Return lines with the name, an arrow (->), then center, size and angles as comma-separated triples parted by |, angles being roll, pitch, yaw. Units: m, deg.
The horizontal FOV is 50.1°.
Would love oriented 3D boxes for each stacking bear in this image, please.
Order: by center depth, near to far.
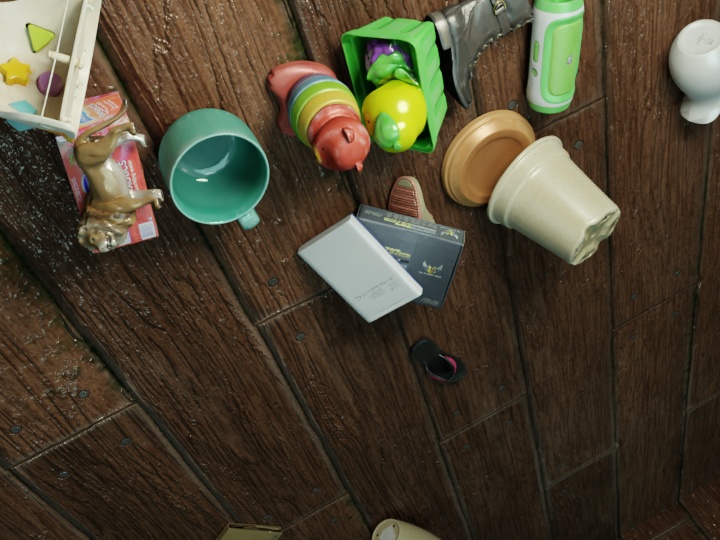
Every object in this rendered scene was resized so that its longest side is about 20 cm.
stacking bear -> -0.050, -0.219, 1.142 | 0.113, 0.200, 0.122 | -20, 134, -11

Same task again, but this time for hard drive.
hard drive -> 0.000, 0.000, 1.398 | 0.132, 0.025, 0.200 | -30, 117, 31

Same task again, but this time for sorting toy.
sorting toy -> -0.429, -0.255, 0.946 | 0.179, 0.201, 0.107 | 11, 156, -20

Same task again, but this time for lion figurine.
lion figurine -> -0.339, -0.123, 1.029 | 0.122, 0.073, 0.201 | -11, 118, -4

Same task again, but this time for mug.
mug -> -0.226, -0.151, 1.162 | 0.151, 0.115, 0.186 | -8, 130, -25

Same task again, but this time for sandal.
sandal -> 0.181, 0.217, 1.750 | 0.075, 0.045, 0.200 | -43, 135, 9

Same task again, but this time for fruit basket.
fruit basket -> 0.046, -0.257, 1.166 | 0.215, 0.155, 0.217 | -33, 132, -47

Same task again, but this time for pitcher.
pitcher -> 0.671, -0.403, 1.473 | 0.172, 0.121, 0.200 | -57, 145, -6

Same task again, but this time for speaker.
speaker -> 0.330, -0.373, 1.313 | 0.088, 0.089, 0.201 | -19, 133, -14

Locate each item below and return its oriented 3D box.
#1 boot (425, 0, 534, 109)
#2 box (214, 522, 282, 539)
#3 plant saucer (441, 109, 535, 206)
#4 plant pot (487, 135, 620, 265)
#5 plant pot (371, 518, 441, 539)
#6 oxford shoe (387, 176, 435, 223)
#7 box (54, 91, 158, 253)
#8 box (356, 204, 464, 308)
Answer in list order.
boot -> 0.207, -0.376, 1.251 | 0.173, 0.069, 0.201 | -29, 133, -5
box -> -0.309, 0.697, 1.891 | 0.163, 0.021, 0.200 | 21, 114, -39
plant saucer -> 0.246, -0.202, 1.443 | 0.199, 0.038, 0.201 | -16, 133, -17
plant pot -> 0.373, -0.117, 1.440 | 0.200, 0.183, 0.201 | -34, 151, -22
plant pot -> 0.124, 0.770, 2.107 | 0.187, 0.187, 0.200 | -37, 121, 4
oxford shoe -> 0.101, -0.097, 1.442 | 0.074, 0.071, 0.201 | -41, 140, -36
box -> -0.367, -0.138, 1.106 | 0.102, 0.095, 0.201 | -17, 133, -16
box -> 0.076, -0.024, 1.413 | 0.199, 0.051, 0.158 | 15, 128, 0
